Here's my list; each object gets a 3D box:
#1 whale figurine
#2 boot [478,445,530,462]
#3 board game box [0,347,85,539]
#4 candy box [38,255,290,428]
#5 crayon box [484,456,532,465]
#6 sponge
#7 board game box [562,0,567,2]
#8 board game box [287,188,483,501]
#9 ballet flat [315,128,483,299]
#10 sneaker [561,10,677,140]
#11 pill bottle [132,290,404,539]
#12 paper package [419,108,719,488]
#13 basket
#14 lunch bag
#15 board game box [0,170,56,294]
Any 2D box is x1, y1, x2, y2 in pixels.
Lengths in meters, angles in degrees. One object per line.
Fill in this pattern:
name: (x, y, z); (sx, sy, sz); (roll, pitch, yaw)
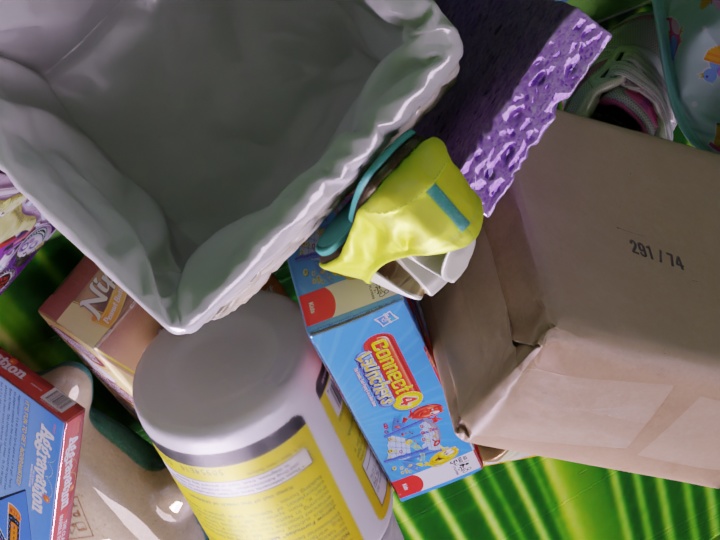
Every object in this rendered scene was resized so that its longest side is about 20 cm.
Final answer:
whale figurine: (-0.168, 0.127, 1.415); (0.159, 0.104, 0.200); (-10, 124, 17)
boot: (0.176, 0.057, 1.580); (0.154, 0.072, 0.200); (10, 125, -47)
board game box: (-0.214, 0.131, 1.358); (0.019, 0.103, 0.200); (-33, 148, -42)
candy box: (-0.102, 0.039, 1.392); (0.116, 0.055, 0.200); (-51, 147, -13)
crayon box: (0.125, 0.045, 1.632); (0.119, 0.058, 0.200); (-6, 131, -41)
sponge: (0.060, -0.100, 1.224); (0.030, 0.200, 0.112); (32, 94, -18)
board game box: (0.087, -0.230, 1.317); (0.151, 0.047, 0.200); (-47, 144, 7)
board game box: (0.000, 0.000, 1.339); (0.056, 0.200, 0.196); (-20, 144, 4)
ballet flat: (0.022, -0.018, 1.134); (0.067, 0.067, 0.200); (-49, -179, -11)
sneaker: (0.166, -0.094, 1.443); (0.088, 0.081, 0.200); (-39, -163, 55)
pill bottle: (-0.047, 0.117, 1.347); (0.114, 0.114, 0.200); (-34, 132, -11)
paper package: (0.136, 0.010, 1.291); (0.200, 0.191, 0.104); (13, 135, -30)
basket: (-0.076, -0.101, 1.129); (0.198, 0.200, 0.161); (-46, 174, 5)
lunch bag: (0.276, -0.139, 1.448); (0.122, 0.201, 0.170); (-24, 159, 39)
board game box: (-0.225, -0.013, 1.202); (0.120, 0.032, 0.200); (-44, 167, 10)
